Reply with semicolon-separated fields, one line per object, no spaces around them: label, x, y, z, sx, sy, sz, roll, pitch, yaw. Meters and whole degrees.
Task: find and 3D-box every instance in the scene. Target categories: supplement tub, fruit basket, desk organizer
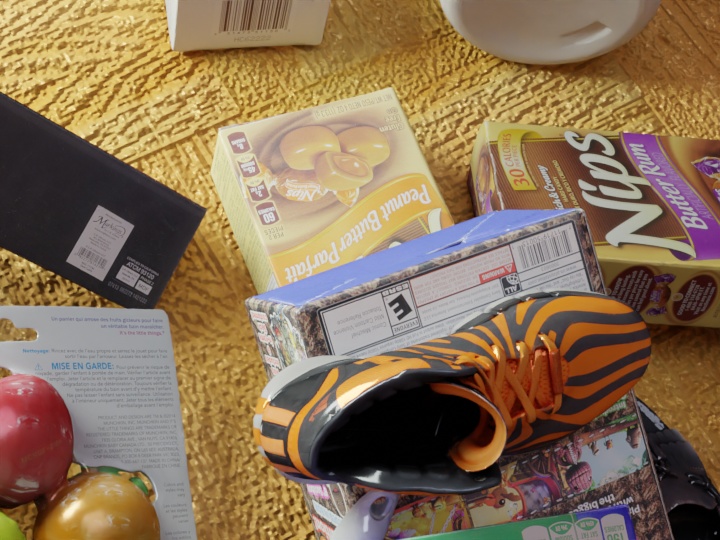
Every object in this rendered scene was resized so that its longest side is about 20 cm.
supplement tub;0.123;-0.252;0.983;0.143;0.145;0.201;7;62;-7
fruit basket;-0.169;0.116;0.757;0.184;0.094;0.201;1;66;-35
desk organizer;-0.190;-0.053;0.825;0.200;0.077;0.072;30;87;-39

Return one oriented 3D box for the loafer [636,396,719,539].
loafer;0.182;0.148;0.839;0.072;0.063;0.201;-16;68;-18

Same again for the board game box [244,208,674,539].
board game box;0.052;0.086;0.779;0.159;0.097;0.201;-18;98;-18

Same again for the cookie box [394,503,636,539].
cookie box;0.049;0.212;0.629;0.170;0.075;0.201;-4;73;-25

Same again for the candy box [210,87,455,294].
candy box;0.000;0.000;0.883;0.115;0.055;0.201;-16;68;-18

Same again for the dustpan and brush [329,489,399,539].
dustpan and brush;-0.034;0.182;0.712;0.139;0.200;0.057;23;32;-19

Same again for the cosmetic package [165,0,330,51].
cosmetic package;-0.083;-0.245;0.981;0.101;0.071;0.201;-4;65;-12

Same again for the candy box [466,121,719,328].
candy box;0.170;-0.026;0.911;0.199;0.057;0.117;3;45;-9

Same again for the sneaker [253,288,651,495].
sneaker;0.059;0.060;0.669;0.199;0.112;0.078;-17;97;-18
